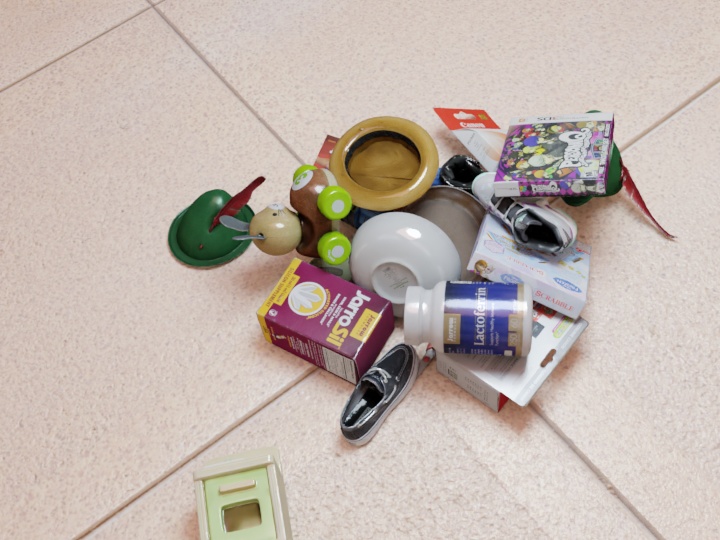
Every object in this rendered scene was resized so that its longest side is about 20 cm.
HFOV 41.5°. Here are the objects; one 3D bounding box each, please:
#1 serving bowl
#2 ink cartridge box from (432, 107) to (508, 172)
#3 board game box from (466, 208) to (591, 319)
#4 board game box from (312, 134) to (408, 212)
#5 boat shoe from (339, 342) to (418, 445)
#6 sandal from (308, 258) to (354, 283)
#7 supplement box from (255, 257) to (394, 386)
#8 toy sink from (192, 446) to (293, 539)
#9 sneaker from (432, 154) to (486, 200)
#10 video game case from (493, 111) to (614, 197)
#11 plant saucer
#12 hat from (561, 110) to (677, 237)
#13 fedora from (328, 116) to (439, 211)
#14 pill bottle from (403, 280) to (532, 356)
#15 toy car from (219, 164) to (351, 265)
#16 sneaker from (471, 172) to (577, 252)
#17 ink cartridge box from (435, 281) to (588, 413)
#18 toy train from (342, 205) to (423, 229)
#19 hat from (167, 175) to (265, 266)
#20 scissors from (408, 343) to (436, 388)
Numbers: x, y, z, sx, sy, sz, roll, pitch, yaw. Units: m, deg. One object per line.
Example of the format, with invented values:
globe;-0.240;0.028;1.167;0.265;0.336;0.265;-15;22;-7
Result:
serving bowl;0.067;0.003;1.606;0.199;0.201;0.066;13;36;14
ink cartridge box;0.254;-0.262;1.807;0.162;0.050;0.200;-7;51;-42
board game box;0.292;-0.022;1.618;0.199;0.041;0.200;25;32;3
board game box;0.010;-0.176;1.739;0.199;0.019;0.103;19;72;15
boat shoe;0.029;0.192;1.572;0.071;0.068;0.200;25;64;30
sandal;-0.001;0.001;1.707;0.200;0.057;0.080;0;58;6
supplement box;-0.059;0.087;1.631;0.199;0.103;0.131;23;62;19
toy sink;-0.182;0.356;1.467;0.129;0.112;0.201;-11;57;-1
sneaker;0.152;-0.181;1.775;0.199;0.111;0.077;26;64;21
video game case;0.328;-0.196;1.597;0.180;0.036;0.201;0;41;21
plant saucer;0.152;-0.051;1.696;0.199;0.032;0.202;4;77;-17
hat;0.476;-0.176;1.747;0.175;0.166;0.201;11;90;-21
fedora;0.045;-0.177;1.680;0.199;0.082;0.202;-6;66;13
pill bottle;0.171;0.075;1.507;0.199;0.116;0.116;1;57;8
toy car;-0.135;-0.089;1.627;0.199;0.159;0.164;-8;24;-21
sneaker;0.263;-0.094;1.577;0.199;0.078;0.140;30;23;12
ink cartridge box;0.253;0.126;1.583;0.175;0.084;0.200;34;67;23
toy train;0.038;-0.120;1.768;0.199;0.087;0.115;29;73;18
hat;-0.280;-0.127;1.748;0.199;0.176;0.166;-26;58;-11
scissors;0.125;0.145;1.627;0.073;0.014;0.201;16;60;16
